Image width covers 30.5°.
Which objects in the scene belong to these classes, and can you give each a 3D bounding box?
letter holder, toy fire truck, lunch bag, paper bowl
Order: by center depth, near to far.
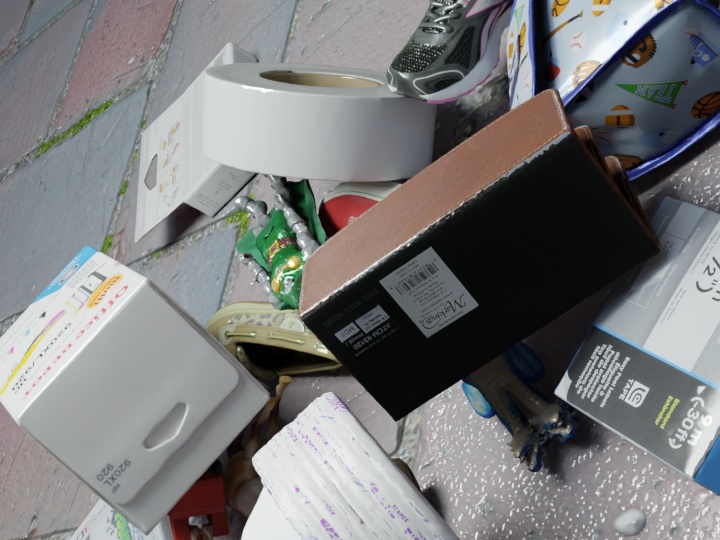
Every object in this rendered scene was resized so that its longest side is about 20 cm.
[{"bbox_3d":[0.009,0.179,0.784,0.104,0.201,0.201,-41,31,-5],"label":"paper bowl"},{"bbox_3d":[0.069,-0.025,0.849,0.200,0.101,0.142,-34,24,17],"label":"letter holder"},{"bbox_3d":[0.175,-0.158,0.925,0.200,0.124,0.170,-41,33,39],"label":"lunch bag"},{"bbox_3d":[-0.134,0.226,1.105,0.200,0.049,0.141,-153,57,-76],"label":"toy fire truck"}]

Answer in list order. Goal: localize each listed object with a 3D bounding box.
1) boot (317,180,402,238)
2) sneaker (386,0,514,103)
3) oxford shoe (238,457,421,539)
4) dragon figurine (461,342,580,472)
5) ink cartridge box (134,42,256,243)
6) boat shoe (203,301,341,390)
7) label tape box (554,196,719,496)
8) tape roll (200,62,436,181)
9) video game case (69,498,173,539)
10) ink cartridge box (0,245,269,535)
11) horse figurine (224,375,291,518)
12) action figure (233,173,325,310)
[{"bbox_3d":[0.000,0.000,1.072,0.144,0.072,0.200,-53,31,-16],"label":"boot"},{"bbox_3d":[0.082,-0.219,1.065,0.080,0.086,0.200,14,52,36],"label":"sneaker"},{"bbox_3d":[-0.040,0.193,0.979,0.200,0.073,0.085,-23,52,19],"label":"oxford shoe"},{"bbox_3d":[0.087,0.063,0.921,0.059,0.099,0.200,-41,24,5],"label":"dragon figurine"},{"bbox_3d":[-0.185,-0.139,1.508,0.176,0.045,0.200,-40,36,30],"label":"ink cartridge box"},{"bbox_3d":[-0.080,0.066,1.161,0.200,0.073,0.063,-20,47,46],"label":"boat shoe"},{"bbox_3d":[0.218,0.053,0.745,0.143,0.066,0.200,-60,29,1],"label":"label tape box"},{"bbox_3d":[-0.036,-0.130,1.126,0.202,0.202,0.071,31,121,59],"label":"tape roll"},{"bbox_3d":[-0.237,0.294,1.253,0.182,0.024,0.200,-52,32,15],"label":"video game case"},{"bbox_3d":[-0.197,0.089,1.071,0.147,0.145,0.200,-49,24,-10],"label":"ink cartridge box"},{"bbox_3d":[-0.075,0.173,1.079,0.200,0.050,0.133,53,127,48],"label":"horse figurine"},{"bbox_3d":[-0.066,-0.024,1.123,0.118,0.055,0.200,-55,28,18],"label":"action figure"}]
